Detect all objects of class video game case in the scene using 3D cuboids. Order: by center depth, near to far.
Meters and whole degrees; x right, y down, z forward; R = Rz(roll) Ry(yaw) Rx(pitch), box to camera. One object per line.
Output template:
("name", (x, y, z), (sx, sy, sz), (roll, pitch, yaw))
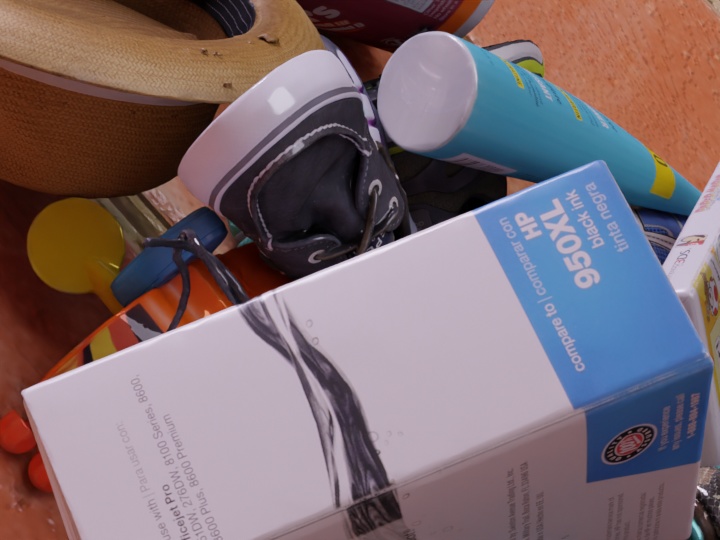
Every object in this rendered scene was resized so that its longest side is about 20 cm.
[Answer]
("video game case", (0.164, 0.068, 1.125), (0.182, 0.023, 0.200), (-51, 132, -62))

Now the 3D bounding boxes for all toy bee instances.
("toy bee", (-0.080, 0.027, 0.956), (0.131, 0.109, 0.200), (53, 4, 25))

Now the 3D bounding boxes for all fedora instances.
("fedora", (-0.113, -0.082, 1.005), (0.200, 0.082, 0.201), (17, 23, -8))

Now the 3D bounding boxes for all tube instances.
("tube", (0.085, -0.057, 1.166), (0.200, 0.050, 0.077), (15, 26, -52))

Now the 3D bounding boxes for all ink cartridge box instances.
("ink cartridge box", (0.004, 0.064, 0.865), (0.145, 0.200, 0.084), (84, -18, -62))

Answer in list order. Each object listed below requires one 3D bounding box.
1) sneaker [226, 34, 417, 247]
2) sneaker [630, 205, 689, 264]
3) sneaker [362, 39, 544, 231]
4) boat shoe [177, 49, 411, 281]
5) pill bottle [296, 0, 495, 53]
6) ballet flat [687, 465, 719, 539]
("sneaker", (0.000, 0.000, 1.118), (0.087, 0.074, 0.200), (27, 45, -54))
("sneaker", (0.109, 0.021, 1.178), (0.077, 0.076, 0.200), (31, 26, 14))
("sneaker", (0.040, -0.057, 1.235), (0.200, 0.074, 0.081), (-28, 105, -65))
("boat shoe", (-0.014, -0.023, 0.968), (0.066, 0.070, 0.200), (48, -4, 10))
("pill bottle", (-0.030, -0.170, 1.215), (0.200, 0.110, 0.110), (14, 45, -45))
("ballet flat", (0.154, 0.171, 1.022), (0.075, 0.068, 0.201), (-8, 97, -27))
